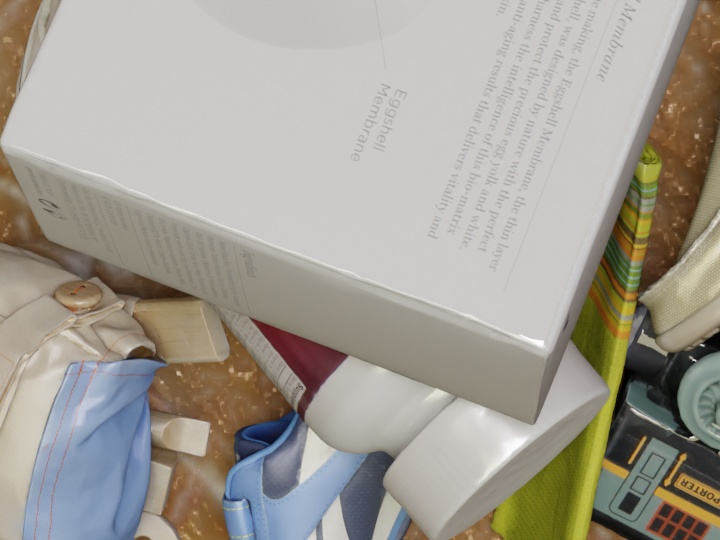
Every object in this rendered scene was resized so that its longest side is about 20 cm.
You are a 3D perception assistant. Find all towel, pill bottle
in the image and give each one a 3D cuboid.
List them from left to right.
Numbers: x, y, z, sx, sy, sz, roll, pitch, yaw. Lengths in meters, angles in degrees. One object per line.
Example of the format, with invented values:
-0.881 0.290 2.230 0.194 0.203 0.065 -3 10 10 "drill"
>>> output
0.000 0.000 1.131 0.110 0.109 0.200 -44 77 19 "pill bottle"
0.085 0.034 1.173 0.018 0.086 0.201 4 111 -14 "towel"

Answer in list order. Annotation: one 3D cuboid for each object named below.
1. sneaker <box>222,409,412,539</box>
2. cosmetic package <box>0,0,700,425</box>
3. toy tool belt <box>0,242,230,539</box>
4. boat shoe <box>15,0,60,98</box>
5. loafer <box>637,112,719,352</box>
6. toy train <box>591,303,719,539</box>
-0.024 0.108 1.223 0.082 0.074 0.201 20 102 -3 "sneaker"
0.008 -0.080 1.031 0.199 0.123 0.200 21 77 8 "cosmetic package"
-0.123 0.092 1.205 0.122 0.125 0.201 13 111 12 "toy tool belt"
-0.099 -0.104 1.162 0.073 0.065 0.201 15 110 2 "boat shoe"
0.163 -0.059 1.111 0.068 0.076 0.200 36 94 6 "loafer"
0.184 0.085 1.185 0.199 0.085 0.114 27 122 -4 "toy train"
